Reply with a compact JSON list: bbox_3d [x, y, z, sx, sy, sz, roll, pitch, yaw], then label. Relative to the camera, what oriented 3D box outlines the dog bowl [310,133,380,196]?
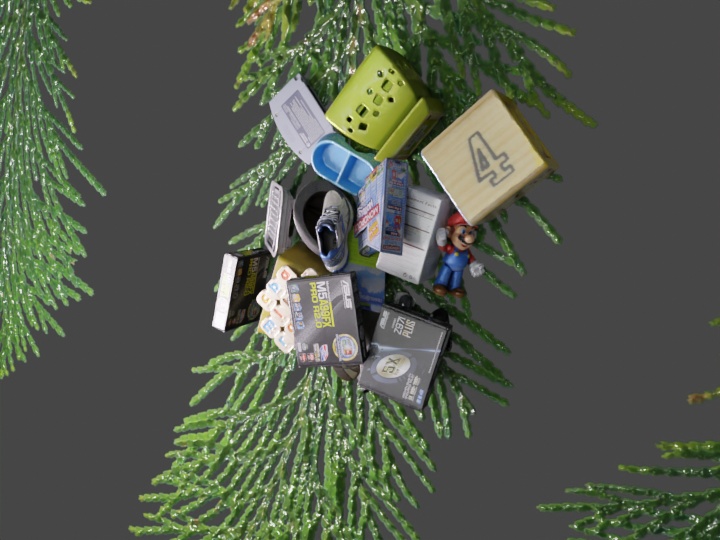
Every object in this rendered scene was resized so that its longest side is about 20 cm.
[{"bbox_3d":[-0.036,-0.254,1.572,0.198,0.050,0.113,31,114,8],"label":"dog bowl"}]

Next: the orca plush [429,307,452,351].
[{"bbox_3d":[0.150,0.186,1.550,0.105,0.071,0.201,43,112,14],"label":"orca plush"}]

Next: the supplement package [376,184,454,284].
[{"bbox_3d":[0.131,-0.088,1.497,0.116,0.116,0.204,21,105,23],"label":"supplement package"}]

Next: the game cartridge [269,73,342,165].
[{"bbox_3d":[-0.145,-0.379,1.636,0.133,0.041,0.202,-37,81,29],"label":"game cartridge"}]

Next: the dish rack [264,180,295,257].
[{"bbox_3d":[-0.205,-0.134,1.635,0.043,0.200,0.175,4,103,-18],"label":"dish rack"}]

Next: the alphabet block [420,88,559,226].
[{"bbox_3d":[0.279,-0.235,1.367,0.199,0.195,0.198,-38,83,24],"label":"alphabet block"}]

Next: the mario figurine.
[{"bbox_3d":[0.226,-0.036,1.459,0.105,0.123,0.204,17,104,27],"label":"mario figurine"}]

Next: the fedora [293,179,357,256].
[{"bbox_3d":[-0.097,-0.116,1.590,0.200,0.178,0.090,43,150,-19],"label":"fedora"}]

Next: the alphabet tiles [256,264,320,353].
[{"bbox_3d":[-0.144,0.095,1.499,0.196,0.015,0.200,44,109,5],"label":"alphabet tiles"}]

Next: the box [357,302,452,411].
[{"bbox_3d":[0.104,0.195,1.480,0.161,0.086,0.203,20,95,16],"label":"box"}]

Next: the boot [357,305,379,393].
[{"bbox_3d":[0.029,0.193,1.588,0.131,0.067,0.203,46,124,41],"label":"boot"}]

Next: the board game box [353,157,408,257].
[{"bbox_3d":[0.039,-0.114,1.445,0.200,0.061,0.204,-36,50,56],"label":"board game box"}]

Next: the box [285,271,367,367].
[{"bbox_3d":[-0.075,0.111,1.441,0.157,0.044,0.204,-5,98,19],"label":"box"}]

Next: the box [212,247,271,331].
[{"bbox_3d":[-0.313,0.048,1.704,0.044,0.160,0.204,19,104,23],"label":"box"}]

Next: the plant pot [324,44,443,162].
[{"bbox_3d":[0.068,-0.361,1.452,0.182,0.199,0.200,45,112,7],"label":"plant pot"}]

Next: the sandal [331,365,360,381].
[{"bbox_3d":[-0.057,0.162,1.517,0.081,0.055,0.202,-30,92,18],"label":"sandal"}]

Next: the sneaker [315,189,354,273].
[{"bbox_3d":[-0.063,-0.102,1.481,0.076,0.085,0.204,-10,67,19],"label":"sneaker"}]

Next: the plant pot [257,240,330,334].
[{"bbox_3d":[-0.124,0.065,1.607,0.173,0.200,0.203,19,106,6],"label":"plant pot"}]

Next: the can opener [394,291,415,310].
[{"bbox_3d":[0.081,0.149,1.581,0.053,0.067,0.203,24,106,21],"label":"can opener"}]

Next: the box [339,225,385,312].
[{"bbox_3d":[0.000,0.000,1.531,0.048,0.120,0.204,-30,53,57],"label":"box"}]
